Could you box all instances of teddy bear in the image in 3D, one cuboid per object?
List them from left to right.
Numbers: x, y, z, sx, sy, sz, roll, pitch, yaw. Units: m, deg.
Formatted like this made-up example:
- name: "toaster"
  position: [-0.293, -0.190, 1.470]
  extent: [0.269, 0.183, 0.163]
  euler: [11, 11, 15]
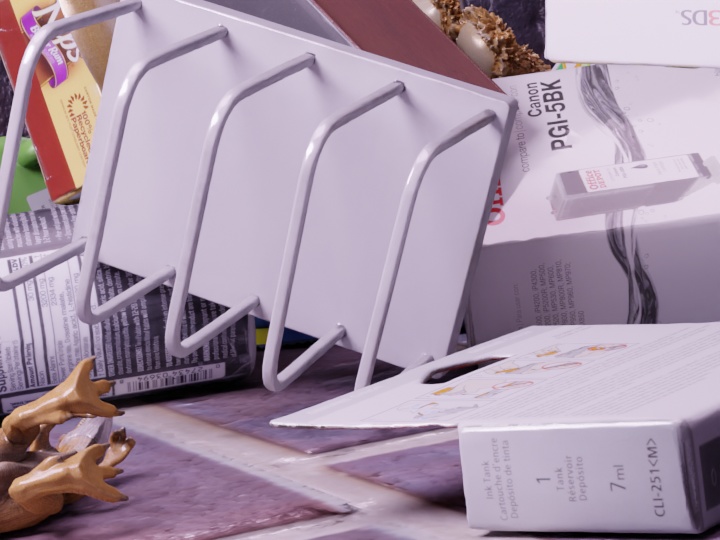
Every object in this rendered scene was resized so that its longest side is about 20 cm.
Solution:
- name: "teddy bear"
  position: [0.097, -0.098, 1.473]
  extent: [0.067, 0.200, 0.145]
  euler: [-48, 24, -12]

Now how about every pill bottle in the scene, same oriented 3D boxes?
- name: "pill bottle"
  position: [-0.160, 0.020, 1.287]
  extent: [0.199, 0.107, 0.106]
  euler: [-9, 6, -9]

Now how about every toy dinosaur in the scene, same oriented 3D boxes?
- name: "toy dinosaur"
  position: [-0.146, 0.086, 0.969]
  extent: [0.106, 0.061, 0.200]
  euler: [-32, -14, 31]

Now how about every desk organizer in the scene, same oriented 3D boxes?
- name: "desk organizer"
  position: [-0.018, -0.117, 1.263]
  extent: [0.077, 0.072, 0.200]
  euler: [-12, 51, -47]

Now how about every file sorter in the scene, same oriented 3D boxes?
- name: "file sorter"
  position: [-0.053, -0.031, 1.140]
  extent: [0.199, 0.139, 0.125]
  euler: [18, 19, 14]

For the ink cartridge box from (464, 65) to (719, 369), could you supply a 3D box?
- name: "ink cartridge box"
  position: [0.145, -0.036, 1.262]
  extent: [0.199, 0.083, 0.147]
  euler: [-8, 39, 2]

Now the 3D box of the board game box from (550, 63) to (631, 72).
- name: "board game box"
  position: [0.192, -0.072, 1.370]
  extent: [0.199, 0.034, 0.135]
  euler: [15, -45, -22]

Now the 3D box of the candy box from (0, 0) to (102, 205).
- name: "candy box"
  position: [-0.119, -0.092, 1.381]
  extent: [0.056, 0.117, 0.200]
  euler: [-26, -13, 23]

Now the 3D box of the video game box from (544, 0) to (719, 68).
- name: "video game box"
  position: [0.210, -0.113, 1.061]
  extent: [0.182, 0.047, 0.200]
  euler: [-12, 13, -38]

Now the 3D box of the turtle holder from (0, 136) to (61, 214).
- name: "turtle holder"
  position: [-0.230, 0.009, 1.484]
  extent: [0.132, 0.141, 0.186]
  euler: [-22, 34, 45]

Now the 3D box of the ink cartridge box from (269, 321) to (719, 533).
- name: "ink cartridge box"
  position: [0.092, 0.055, 0.934]
  extent: [0.173, 0.044, 0.200]
  euler: [-4, 7, 35]

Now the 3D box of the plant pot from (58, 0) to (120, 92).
- name: "plant pot"
  position: [-0.103, -0.136, 1.354]
  extent: [0.027, 0.200, 0.200]
  euler: [-25, -1, 22]

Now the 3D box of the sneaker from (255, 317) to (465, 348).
- name: "sneaker"
  position: [0.000, 0.000, 1.434]
  extent: [0.199, 0.079, 0.066]
  euler: [-4, 5, 19]
